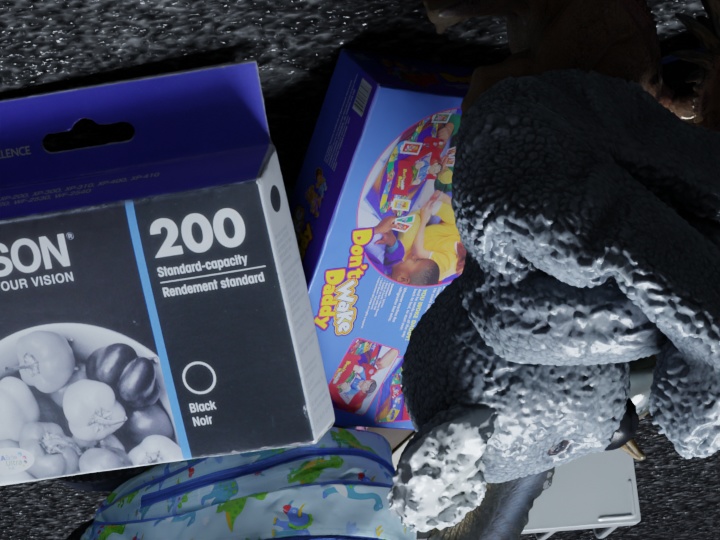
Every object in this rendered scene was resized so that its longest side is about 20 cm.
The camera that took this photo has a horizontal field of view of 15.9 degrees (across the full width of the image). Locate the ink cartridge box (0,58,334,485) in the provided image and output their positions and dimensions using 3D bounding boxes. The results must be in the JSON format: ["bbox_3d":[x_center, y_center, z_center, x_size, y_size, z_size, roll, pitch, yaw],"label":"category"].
[{"bbox_3d":[-0.130,0.004,1.335,0.197,0.201,0.043,-9,-167,14],"label":"ink cartridge box"}]

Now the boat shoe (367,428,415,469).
[{"bbox_3d":[0.030,0.067,1.655,0.060,0.200,0.072,54,162,-25],"label":"boat shoe"}]

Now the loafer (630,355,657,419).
[{"bbox_3d":[0.190,0.064,1.766,0.063,0.072,0.200,-20,-170,10],"label":"loafer"}]

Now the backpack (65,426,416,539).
[{"bbox_3d":[-0.055,0.159,1.423,0.163,0.154,0.200,15,171,-31],"label":"backpack"}]

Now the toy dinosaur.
[{"bbox_3d":[0.117,-0.112,1.256,0.135,0.086,0.200,-27,139,25],"label":"toy dinosaur"}]

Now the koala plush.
[{"bbox_3d":[0.087,0.024,1.222,0.183,0.178,0.200,32,125,-9],"label":"koala plush"}]

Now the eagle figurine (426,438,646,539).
[{"bbox_3d":[0.080,0.127,1.847,0.151,0.152,0.200,33,113,-35],"label":"eagle figurine"}]

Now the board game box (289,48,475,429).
[{"bbox_3d":[0.025,-0.011,1.382,0.134,0.045,0.201,5,115,-32],"label":"board game box"}]

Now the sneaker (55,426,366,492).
[{"bbox_3d":[-0.089,0.102,1.504,0.199,0.070,0.082,-13,143,31],"label":"sneaker"}]

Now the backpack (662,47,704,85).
[{"bbox_3d":[0.228,-0.031,1.373,0.199,0.184,0.147,-10,162,31],"label":"backpack"}]

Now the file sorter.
[{"bbox_3d":[0.095,0.140,1.959,0.199,0.139,0.125,-4,165,-7],"label":"file sorter"}]

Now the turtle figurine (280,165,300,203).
[{"bbox_3d":[-0.045,-0.012,1.457,0.200,0.101,0.150,25,147,-19],"label":"turtle figurine"}]
